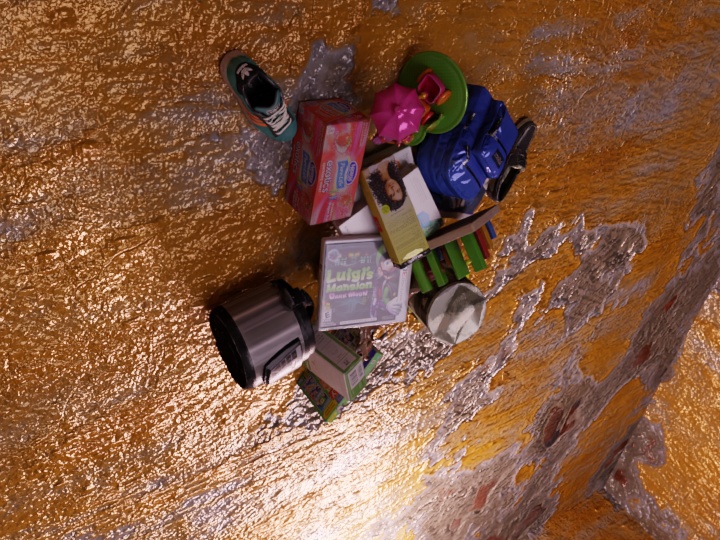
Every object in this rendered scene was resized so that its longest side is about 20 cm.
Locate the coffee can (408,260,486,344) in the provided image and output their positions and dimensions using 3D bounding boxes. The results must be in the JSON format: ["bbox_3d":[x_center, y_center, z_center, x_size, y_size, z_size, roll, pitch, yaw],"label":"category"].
[{"bbox_3d":[0.177,0.054,1.736,0.143,0.200,0.150,-8,116,-18],"label":"coffee can"}]

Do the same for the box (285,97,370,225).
[{"bbox_3d":[-0.062,-0.198,1.398,0.101,0.095,0.204,-14,132,-35],"label":"box"}]

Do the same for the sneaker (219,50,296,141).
[{"bbox_3d":[-0.154,-0.268,1.257,0.071,0.080,0.200,-44,143,-1],"label":"sneaker"}]

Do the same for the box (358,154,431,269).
[{"bbox_3d":[0.061,-0.110,1.446,0.074,0.050,0.204,-29,107,-15],"label":"box"}]

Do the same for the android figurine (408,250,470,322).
[{"bbox_3d":[0.193,0.036,1.897,0.200,0.041,0.182,-46,142,3],"label":"android figurine"}]

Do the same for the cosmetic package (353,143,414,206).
[{"bbox_3d":[0.052,-0.133,1.545,0.149,0.051,0.204,-28,119,-19],"label":"cosmetic package"}]

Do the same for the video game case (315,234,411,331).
[{"bbox_3d":[0.010,0.021,1.499,0.195,0.023,0.187,-4,111,-25],"label":"video game case"}]

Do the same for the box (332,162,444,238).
[{"bbox_3d":[0.058,-0.093,1.510,0.198,0.036,0.146,-37,121,-7],"label":"box"}]

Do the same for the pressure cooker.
[{"bbox_3d":[-0.178,0.114,1.505,0.197,0.175,0.183,-25,109,-25],"label":"pressure cooker"}]

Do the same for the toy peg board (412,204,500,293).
[{"bbox_3d":[0.197,-0.041,1.620,0.197,0.100,0.198,-22,-175,29],"label":"toy peg board"}]

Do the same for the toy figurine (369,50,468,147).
[{"bbox_3d":[0.075,-0.281,1.381,0.183,0.151,0.200,-36,172,-47],"label":"toy figurine"}]

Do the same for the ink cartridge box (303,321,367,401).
[{"bbox_3d":[-0.079,0.182,1.651,0.059,0.198,0.105,-41,145,-25],"label":"ink cartridge box"}]

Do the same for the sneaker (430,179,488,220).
[{"bbox_3d":[0.203,-0.194,1.677,0.197,0.080,0.149,6,113,-44],"label":"sneaker"}]

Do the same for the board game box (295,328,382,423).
[{"bbox_3d":[-0.051,0.226,1.759,0.202,0.135,0.029,-54,141,10],"label":"board game box"}]

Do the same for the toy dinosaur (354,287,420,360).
[{"bbox_3d":[0.051,0.095,1.651,0.197,0.086,0.138,-27,118,-11],"label":"toy dinosaur"}]

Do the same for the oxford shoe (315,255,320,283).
[{"bbox_3d":[0.000,0.000,1.633,0.194,0.072,0.076,0,138,-8],"label":"oxford shoe"}]

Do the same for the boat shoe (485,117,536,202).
[{"bbox_3d":[0.355,-0.250,1.774,0.071,0.066,0.203,12,115,-47],"label":"boat shoe"}]

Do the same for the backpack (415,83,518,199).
[{"bbox_3d":[0.207,-0.249,1.529,0.162,0.166,0.203,40,76,-47],"label":"backpack"}]
